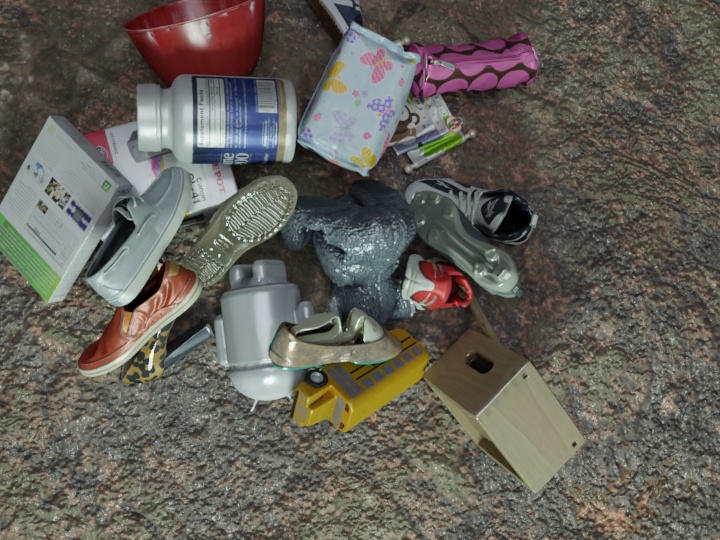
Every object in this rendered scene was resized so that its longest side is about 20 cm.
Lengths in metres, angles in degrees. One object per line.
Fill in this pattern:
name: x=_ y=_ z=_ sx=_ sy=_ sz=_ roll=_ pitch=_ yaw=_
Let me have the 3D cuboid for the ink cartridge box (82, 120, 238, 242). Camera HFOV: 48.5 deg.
ink cartridge box: x=-0.278 y=-0.133 z=1.112 sx=0.196 sy=0.086 sz=0.150 roll=-17 pitch=88 yaw=-7

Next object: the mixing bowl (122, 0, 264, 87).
mixing bowl: x=-0.213 y=-0.309 z=1.098 sx=0.197 sy=0.201 sz=0.110 roll=-18 pitch=119 yaw=-8

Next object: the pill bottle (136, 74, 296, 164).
pill bottle: x=-0.186 y=-0.194 z=1.030 sx=0.196 sy=0.111 sz=0.113 roll=-1 pitch=86 yaw=-14

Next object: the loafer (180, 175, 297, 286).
loafer: x=-0.165 y=-0.063 z=1.069 sx=0.199 sy=0.069 sz=0.076 roll=-38 pitch=117 yaw=18

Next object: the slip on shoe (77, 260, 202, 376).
slip on shoe: x=-0.291 y=0.059 z=1.019 sx=0.199 sy=0.074 sz=0.061 roll=-39 pitch=122 yaw=11

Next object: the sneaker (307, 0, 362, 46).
sneaker: x=-0.017 y=-0.407 z=1.170 sx=0.108 sy=0.070 sz=0.202 roll=-33 pitch=85 yaw=-7

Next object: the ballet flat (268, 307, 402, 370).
ballet flat: x=-0.023 y=0.085 z=1.029 sx=0.197 sy=0.068 sz=0.068 roll=-5 pitch=118 yaw=-34

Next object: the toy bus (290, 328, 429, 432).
toy bus: x=-0.001 y=0.152 z=1.085 sx=0.198 sy=0.066 sz=0.078 roll=-28 pitch=58 yaw=-39

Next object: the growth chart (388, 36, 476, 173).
growth chart: x=0.063 y=-0.247 z=1.196 sx=0.144 sy=0.018 sz=0.202 roll=-34 pitch=89 yaw=-7

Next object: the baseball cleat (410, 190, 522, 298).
baseball cleat: x=0.142 y=-0.027 z=1.091 sx=0.070 sy=0.106 sz=0.200 roll=-42 pitch=56 yaw=2

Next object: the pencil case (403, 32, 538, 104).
pencil case: x=0.163 y=-0.298 z=1.161 sx=0.196 sy=0.094 sz=0.092 roll=-12 pitch=82 yaw=-17

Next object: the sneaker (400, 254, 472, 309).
sneaker: x=0.115 y=0.027 z=1.093 sx=0.084 sy=0.199 sz=0.078 roll=17 pitch=95 yaw=19

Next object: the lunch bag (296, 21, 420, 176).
lunch bag: x=-0.005 y=-0.223 z=1.082 sx=0.125 sy=0.200 sz=0.172 roll=26 pitch=97 yaw=0

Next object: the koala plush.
koala plush: x=0.000 y=0.000 z=1.103 sx=0.175 sy=0.183 sz=0.204 roll=-17 pitch=115 yaw=-28

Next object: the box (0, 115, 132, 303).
box: x=-0.403 y=-0.080 z=1.061 sx=0.144 sy=0.036 sz=0.201 roll=42 pitch=107 yaw=14

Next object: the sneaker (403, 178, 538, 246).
sneaker: x=0.163 y=-0.090 z=1.138 sx=0.196 sy=0.130 sz=0.081 roll=23 pitch=82 yaw=-4

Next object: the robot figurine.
robot figurine: x=-0.130 y=0.089 z=1.097 sx=0.167 sy=0.112 sz=0.204 roll=-9 pitch=86 yaw=31

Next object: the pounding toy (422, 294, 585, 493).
pounding toy: x=0.190 y=0.157 z=1.102 sx=0.142 sy=0.200 sz=0.185 roll=-42 pitch=113 yaw=-8

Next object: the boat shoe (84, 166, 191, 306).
boat shoe: x=-0.278 y=-0.057 z=1.001 sx=0.071 sy=0.069 sz=0.203 roll=44 pitch=58 yaw=-41

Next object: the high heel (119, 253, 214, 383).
high heel: x=-0.301 y=0.053 z=1.077 sx=0.141 sy=0.071 sz=0.202 roll=-33 pitch=115 yaw=-13
